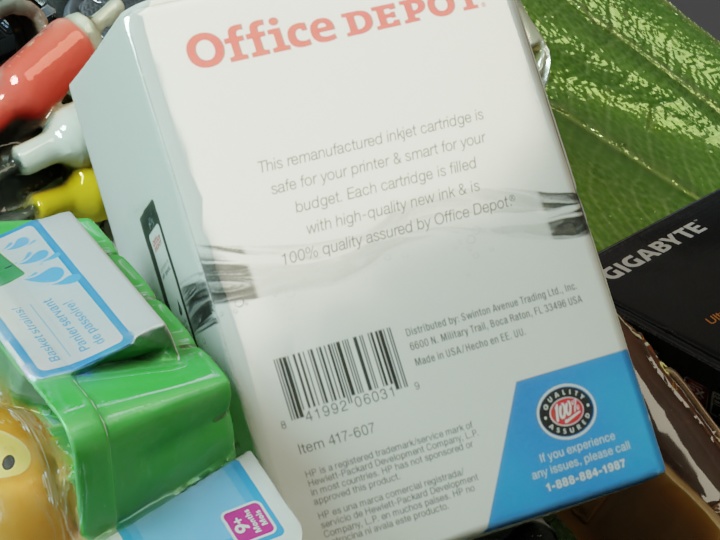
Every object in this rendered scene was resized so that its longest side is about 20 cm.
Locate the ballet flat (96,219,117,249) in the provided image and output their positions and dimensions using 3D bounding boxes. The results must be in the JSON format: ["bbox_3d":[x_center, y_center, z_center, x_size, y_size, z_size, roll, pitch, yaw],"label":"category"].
[{"bbox_3d":[-0.095,0.013,0.911,0.071,0.072,0.200,30,34,-10],"label":"ballet flat"}]

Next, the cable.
[{"bbox_3d":[-0.142,-0.030,0.846,0.200,0.050,0.098,-42,109,-37],"label":"cable"}]

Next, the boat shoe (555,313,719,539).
[{"bbox_3d":[0.097,0.066,0.919,0.070,0.070,0.201,2,50,-54],"label":"boat shoe"}]

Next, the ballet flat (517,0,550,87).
[{"bbox_3d":[0.040,-0.075,0.990,0.068,0.068,0.200,55,30,-2],"label":"ballet flat"}]

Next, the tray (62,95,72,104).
[{"bbox_3d":[-0.072,-0.076,1.042,0.199,0.037,0.099,35,35,-5],"label":"tray"}]

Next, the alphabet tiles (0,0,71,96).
[{"bbox_3d":[-0.164,-0.116,0.971,0.166,0.008,0.201,25,37,-17],"label":"alphabet tiles"}]

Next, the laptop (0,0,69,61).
[{"bbox_3d":[-0.173,-0.177,0.934,0.177,0.103,0.200,41,29,5],"label":"laptop"}]

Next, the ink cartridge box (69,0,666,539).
[{"bbox_3d":[0.000,0.000,0.835,0.145,0.084,0.201,-14,82,-24],"label":"ink cartridge box"}]

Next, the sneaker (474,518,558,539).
[{"bbox_3d":[0.064,0.151,0.836,0.200,0.077,0.079,-81,152,-58],"label":"sneaker"}]

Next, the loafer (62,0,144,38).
[{"bbox_3d":[-0.048,-0.095,1.006,0.199,0.063,0.072,-22,58,-44],"label":"loafer"}]

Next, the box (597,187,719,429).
[{"bbox_3d":[0.213,0.026,0.989,0.199,0.050,0.198,-24,43,-37],"label":"box"}]

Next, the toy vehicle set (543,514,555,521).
[{"bbox_3d":[0.036,0.004,1.001,0.201,0.026,0.124,55,30,-1],"label":"toy vehicle set"}]

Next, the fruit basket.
[{"bbox_3d":[-0.145,0.055,0.732,0.199,0.094,0.185,-13,37,-27],"label":"fruit basket"}]
